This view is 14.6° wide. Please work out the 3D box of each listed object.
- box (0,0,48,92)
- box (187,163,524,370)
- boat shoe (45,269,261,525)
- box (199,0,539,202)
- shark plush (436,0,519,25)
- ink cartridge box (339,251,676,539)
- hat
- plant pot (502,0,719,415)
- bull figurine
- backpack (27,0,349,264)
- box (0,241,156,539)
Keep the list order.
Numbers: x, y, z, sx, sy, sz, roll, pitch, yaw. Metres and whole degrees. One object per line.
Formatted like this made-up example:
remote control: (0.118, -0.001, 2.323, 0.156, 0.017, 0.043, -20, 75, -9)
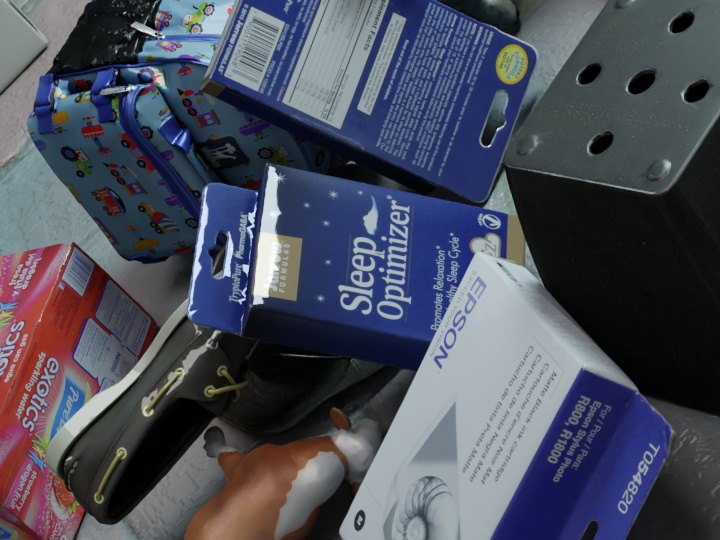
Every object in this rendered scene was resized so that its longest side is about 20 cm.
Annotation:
box: (-0.347, -0.215, 2.344, 0.095, 0.078, 0.200, -44, 35, -1)
box: (0.000, 0.000, 1.696, 0.032, 0.200, 0.121, 108, 170, -47)
boat shoe: (-0.106, 0.072, 1.741, 0.201, 0.072, 0.061, -46, 64, 8)
box: (0.008, -0.131, 1.824, 0.121, 0.200, 0.032, -69, 11, -18)
shark plush: (0.036, -0.197, 1.876, 0.083, 0.200, 0.091, -19, 86, 23)
ink cartridge box: (0.075, 0.119, 1.555, 0.200, 0.041, 0.200, -64, 32, 16)
hat: (-0.044, 0.005, 1.820, 0.200, 0.081, 0.201, -27, 38, 23)
plant pot: (0.199, -0.051, 1.557, 0.200, 0.177, 0.200, 15, 64, 52)
bull figurine: (-0.071, 0.155, 1.710, 0.200, 0.065, 0.121, -51, 28, -19)
backpack: (-0.097, -0.102, 1.898, 0.200, 0.183, 0.135, -4, 42, 37)
box: (-0.229, 0.092, 1.897, 0.095, 0.100, 0.200, -11, 47, 38)
